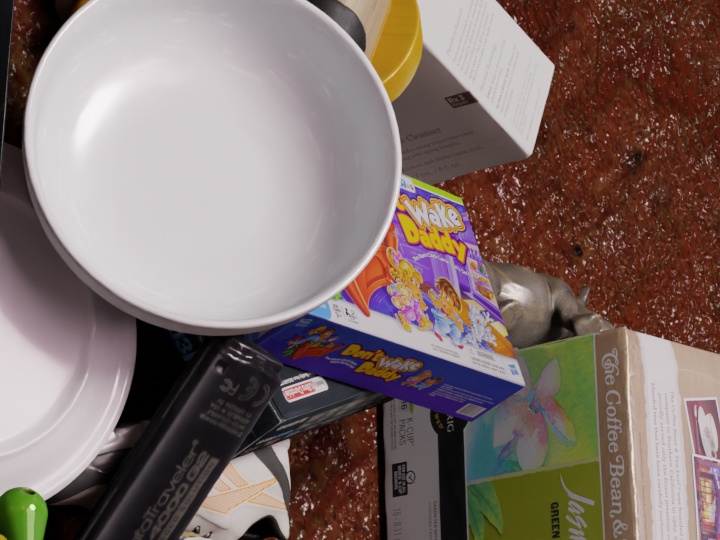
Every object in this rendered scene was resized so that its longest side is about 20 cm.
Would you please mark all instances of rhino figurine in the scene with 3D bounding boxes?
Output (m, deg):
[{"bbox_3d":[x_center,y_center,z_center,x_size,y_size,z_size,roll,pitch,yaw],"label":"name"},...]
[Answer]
[{"bbox_3d":[0.118,0.032,1.739,0.199,0.087,0.060,13,109,-49],"label":"rhino figurine"}]

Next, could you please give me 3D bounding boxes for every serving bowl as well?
[{"bbox_3d":[-0.082,-0.055,1.382,0.199,0.066,0.201,5,69,-14],"label":"serving bowl"}]

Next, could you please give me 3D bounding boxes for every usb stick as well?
[{"bbox_3d":[-0.111,0.122,1.383,0.055,0.033,0.201,31,95,-40],"label":"usb stick"}]

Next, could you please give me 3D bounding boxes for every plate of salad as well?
[{"bbox_3d":[-0.209,0.029,1.351,0.199,0.048,0.201,7,77,-29],"label":"plate of salad"}]

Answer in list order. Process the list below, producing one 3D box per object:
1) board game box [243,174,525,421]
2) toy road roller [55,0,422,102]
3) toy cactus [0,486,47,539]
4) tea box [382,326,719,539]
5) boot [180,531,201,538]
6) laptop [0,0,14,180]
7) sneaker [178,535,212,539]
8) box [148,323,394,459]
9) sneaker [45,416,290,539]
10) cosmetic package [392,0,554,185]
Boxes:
[{"bbox_3d":[0.000,0.000,1.502,0.200,0.045,0.135,19,44,-48],"label":"board game box"},{"bbox_3d":[-0.063,-0.138,1.522,0.146,0.199,0.123,79,24,-53],"label":"toy road roller"},{"bbox_3d":[-0.178,0.210,1.272,0.102,0.164,0.201,96,21,-59],"label":"toy cactus"},{"bbox_3d":[0.127,0.156,1.616,0.133,0.196,0.201,15,66,-48],"label":"tea box"},{"bbox_3d":[-0.048,0.214,1.479,0.155,0.073,0.201,-32,108,-47],"label":"boot"},{"bbox_3d":[-0.279,-0.072,1.269,0.200,0.103,0.178,23,61,-45],"label":"laptop"},{"bbox_3d":[-0.032,0.207,1.377,0.200,0.086,0.078,53,51,-35],"label":"sneaker"},{"bbox_3d":[-0.051,0.013,1.507,0.159,0.046,0.200,60,28,9],"label":"box"},{"bbox_3d":[-0.101,0.120,1.450,0.199,0.073,0.081,1,81,-50],"label":"sneaker"},{"bbox_3d":[0.017,-0.146,1.647,0.200,0.112,0.081,41,49,-34],"label":"cosmetic package"}]
